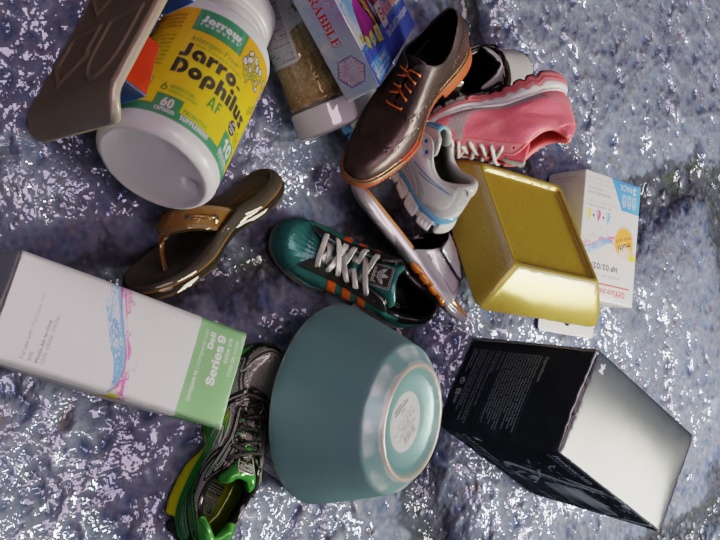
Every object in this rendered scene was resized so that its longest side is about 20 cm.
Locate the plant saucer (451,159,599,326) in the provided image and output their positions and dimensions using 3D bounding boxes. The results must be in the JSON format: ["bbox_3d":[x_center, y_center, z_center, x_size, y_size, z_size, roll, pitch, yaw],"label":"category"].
[{"bbox_3d":[0.192,-0.042,1.005,0.197,0.048,0.203,9,52,-34],"label":"plant saucer"}]

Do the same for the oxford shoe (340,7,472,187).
[{"bbox_3d":[0.040,-0.173,0.853,0.202,0.070,0.073,-57,160,-15],"label":"oxford shoe"}]

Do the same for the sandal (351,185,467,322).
[{"bbox_3d":[0.071,-0.028,0.951,0.059,0.079,0.207,-39,112,2],"label":"sandal"}]

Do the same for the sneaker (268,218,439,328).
[{"bbox_3d":[0.000,0.000,0.904,0.198,0.079,0.073,28,71,-27],"label":"sneaker"}]

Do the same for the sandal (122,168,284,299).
[{"bbox_3d":[-0.147,-0.046,0.801,0.200,0.081,0.055,-44,127,-31],"label":"sandal"}]

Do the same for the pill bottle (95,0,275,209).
[{"bbox_3d":[-0.146,-0.167,0.778,0.112,0.112,0.203,38,54,-28],"label":"pill bottle"}]

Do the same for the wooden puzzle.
[{"bbox_3d":[-0.192,-0.200,0.714,0.046,0.184,0.204,28,74,-35],"label":"wooden puzzle"}]

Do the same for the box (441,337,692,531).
[{"bbox_3d":[0.234,0.183,0.998,0.199,0.195,0.126,38,69,-27],"label":"box"}]

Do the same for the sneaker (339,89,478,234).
[{"bbox_3d":[0.052,-0.141,0.915,0.200,0.087,0.075,48,48,3],"label":"sneaker"}]

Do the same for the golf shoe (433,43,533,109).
[{"bbox_3d":[0.149,-0.223,1.011,0.198,0.094,0.079,-21,99,-35],"label":"golf shoe"}]

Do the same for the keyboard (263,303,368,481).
[{"bbox_3d":[-0.037,0.132,0.921,0.056,0.011,0.202,43,66,-27],"label":"keyboard"}]

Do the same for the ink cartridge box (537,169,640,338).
[{"bbox_3d":[0.297,-0.017,1.125,0.113,0.067,0.205,10,84,-34],"label":"ink cartridge box"}]

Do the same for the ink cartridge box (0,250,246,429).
[{"bbox_3d":[-0.216,0.058,0.713,0.198,0.144,0.089,22,76,-32],"label":"ink cartridge box"}]

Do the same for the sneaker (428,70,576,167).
[{"bbox_3d":[0.148,-0.151,0.966,0.197,0.074,0.088,-20,74,2],"label":"sneaker"}]

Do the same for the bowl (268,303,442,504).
[{"bbox_3d":[0.011,0.141,0.859,0.199,0.103,0.205,-13,106,-55],"label":"bowl"}]

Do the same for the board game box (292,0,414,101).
[{"bbox_3d":[-0.022,-0.297,0.859,0.201,0.041,0.201,59,27,-22],"label":"board game box"}]

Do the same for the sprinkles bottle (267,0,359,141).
[{"bbox_3d":[-0.065,-0.235,0.868,0.068,0.068,0.203,-27,101,-32],"label":"sprinkles bottle"}]

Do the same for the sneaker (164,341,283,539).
[{"bbox_3d":[-0.112,0.167,0.822,0.077,0.085,0.204,26,73,-31],"label":"sneaker"}]
